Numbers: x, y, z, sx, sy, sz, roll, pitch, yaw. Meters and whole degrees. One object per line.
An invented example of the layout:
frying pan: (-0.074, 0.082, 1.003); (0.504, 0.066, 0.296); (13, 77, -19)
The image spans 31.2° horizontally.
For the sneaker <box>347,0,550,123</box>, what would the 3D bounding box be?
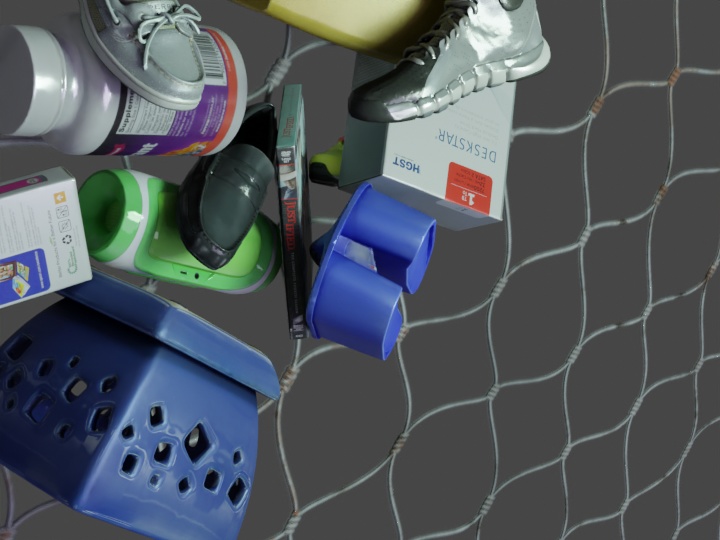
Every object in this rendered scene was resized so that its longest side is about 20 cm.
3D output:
sneaker: (0.065, -0.197, 1.046); (0.199, 0.075, 0.117); (-24, 116, -30)

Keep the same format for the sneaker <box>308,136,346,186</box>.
sneaker: (0.018, -0.134, 1.321); (0.199, 0.078, 0.091); (-20, 116, -48)

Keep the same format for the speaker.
speaker: (-0.160, -0.032, 1.161); (0.199, 0.088, 0.089); (16, 98, -50)

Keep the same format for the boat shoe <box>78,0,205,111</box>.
boat shoe: (-0.171, -0.211, 0.973); (0.074, 0.203, 0.065); (-7, 153, -46)

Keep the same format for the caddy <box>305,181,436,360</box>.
caddy: (0.000, 0.000, 1.219); (0.200, 0.104, 0.142); (85, 28, -75)

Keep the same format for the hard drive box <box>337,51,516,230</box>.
hard drive box: (0.071, -0.159, 1.273); (0.155, 0.077, 0.202); (16, 74, -34)

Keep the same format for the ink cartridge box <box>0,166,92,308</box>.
ink cartridge box: (-0.316, -0.010, 1.024); (0.199, 0.037, 0.095); (-21, 124, -27)

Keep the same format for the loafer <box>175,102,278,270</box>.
loafer: (-0.111, -0.081, 1.123); (0.068, 0.070, 0.201); (41, 33, -24)

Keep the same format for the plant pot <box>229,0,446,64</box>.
plant pot: (-0.028, -0.290, 1.099); (0.175, 0.200, 0.202); (-2, 112, -36)

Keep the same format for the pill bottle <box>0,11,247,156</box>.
pill bottle: (-0.198, -0.148, 1.038); (0.199, 0.111, 0.112); (-4, 113, -46)

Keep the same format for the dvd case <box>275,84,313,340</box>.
dvd case: (-0.062, -0.057, 1.232); (0.022, 0.146, 0.202); (-3, 119, 2)

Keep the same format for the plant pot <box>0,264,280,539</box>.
plant pot: (-0.198, 0.114, 1.115); (0.200, 0.199, 0.181); (36, 77, -49)
